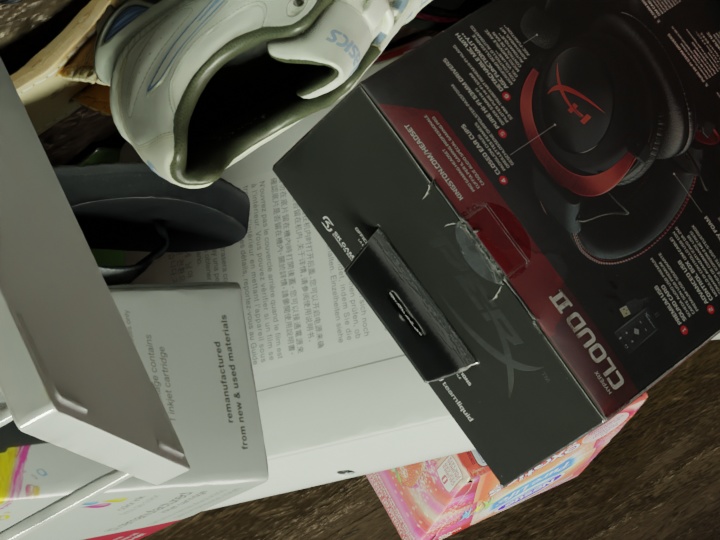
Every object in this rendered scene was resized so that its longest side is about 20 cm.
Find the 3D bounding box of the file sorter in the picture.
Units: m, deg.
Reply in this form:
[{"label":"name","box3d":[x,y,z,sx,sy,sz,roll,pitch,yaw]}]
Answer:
[{"label":"file sorter","box3d":[-0.164,-0.007,0.857,0.124,0.200,0.139,-27,165,5]}]

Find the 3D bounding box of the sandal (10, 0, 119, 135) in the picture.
[{"label":"sandal","box3d":[-0.084,-0.069,1.040,0.211,0.070,0.078,-31,164,3]}]

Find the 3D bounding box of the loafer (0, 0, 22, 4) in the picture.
[{"label":"loafer","box3d":[-0.118,-0.135,0.810,0.072,0.073,0.200,6,161,-11]}]

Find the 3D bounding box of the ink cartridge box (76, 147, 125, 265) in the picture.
[{"label":"ink cartridge box","box3d":[-0.143,0.025,1.241,0.200,0.059,0.104,-39,161,26]}]

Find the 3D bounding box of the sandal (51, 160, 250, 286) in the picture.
[{"label":"sandal","box3d":[-0.138,-0.011,1.033,0.199,0.043,0.076,-1,167,-26]}]

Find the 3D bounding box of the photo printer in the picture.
[{"label":"photo printer","box3d":[0.000,0.000,1.125,0.199,0.167,0.069,-16,163,29]}]

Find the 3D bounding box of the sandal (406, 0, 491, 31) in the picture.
[{"label":"sandal","box3d":[0.023,-0.126,1.032,0.075,0.045,0.200,-43,151,12]}]

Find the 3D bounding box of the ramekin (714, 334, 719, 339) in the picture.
[{"label":"ramekin","box3d":[0.134,-0.059,1.249,0.105,0.201,0.200,-10,156,-29]}]

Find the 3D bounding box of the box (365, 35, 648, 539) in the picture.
[{"label":"box","box3d":[0.026,0.011,1.242,0.102,0.200,0.095,-23,163,-27]}]

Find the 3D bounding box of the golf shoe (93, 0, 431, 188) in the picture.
[{"label":"golf shoe","box3d":[0.001,-0.097,0.946,0.200,0.097,0.078,-40,122,11]}]

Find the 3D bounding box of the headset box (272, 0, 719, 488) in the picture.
[{"label":"headset box","box3d":[0.076,-0.027,1.018,0.200,0.149,0.075,-35,177,-38]}]

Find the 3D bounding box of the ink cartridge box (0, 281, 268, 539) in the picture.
[{"label":"ink cartridge box","box3d":[-0.157,0.063,1.050,0.199,0.086,0.147,-3,166,-33]}]
